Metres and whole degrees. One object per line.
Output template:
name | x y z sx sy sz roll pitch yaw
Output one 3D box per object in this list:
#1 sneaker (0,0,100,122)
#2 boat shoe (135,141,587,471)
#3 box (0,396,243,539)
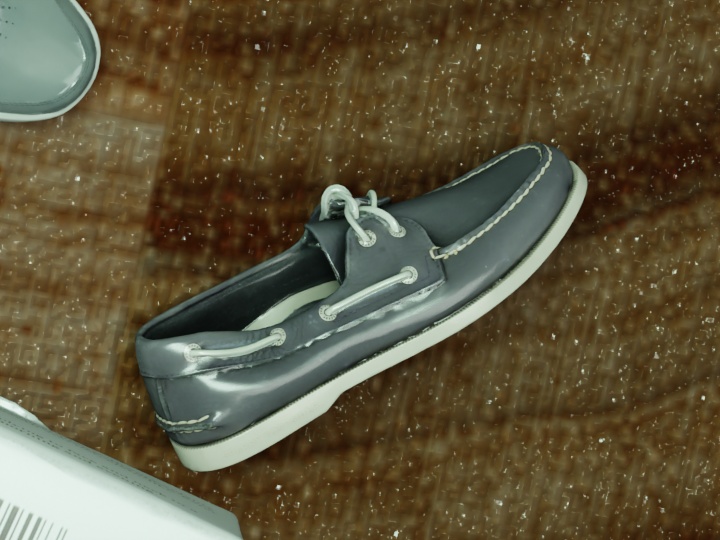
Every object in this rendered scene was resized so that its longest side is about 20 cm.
sneaker | -0.167 -0.109 1.069 0.199 0.121 0.084 26 87 -24
boat shoe | 0.000 0.000 1.184 0.200 0.073 0.063 -34 113 -10
box | -0.169 0.140 1.068 0.198 0.131 0.201 24 88 -3
